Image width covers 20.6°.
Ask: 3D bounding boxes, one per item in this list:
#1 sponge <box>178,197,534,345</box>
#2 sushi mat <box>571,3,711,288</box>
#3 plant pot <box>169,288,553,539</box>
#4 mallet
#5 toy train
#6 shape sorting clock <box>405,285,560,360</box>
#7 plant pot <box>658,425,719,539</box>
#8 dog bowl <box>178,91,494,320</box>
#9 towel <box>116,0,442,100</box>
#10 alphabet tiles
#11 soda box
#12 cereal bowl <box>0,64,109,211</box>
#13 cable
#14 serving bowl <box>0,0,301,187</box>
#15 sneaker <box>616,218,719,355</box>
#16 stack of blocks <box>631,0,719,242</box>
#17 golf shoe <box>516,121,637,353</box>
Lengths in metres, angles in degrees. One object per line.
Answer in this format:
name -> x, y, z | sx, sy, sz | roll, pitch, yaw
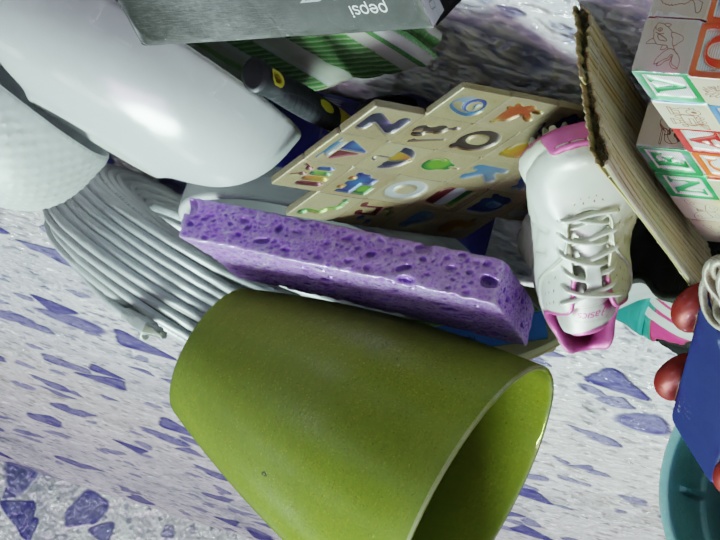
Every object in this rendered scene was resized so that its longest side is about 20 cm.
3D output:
sponge -> 0.000, 0.000, 1.204 | 0.200, 0.030, 0.112 | 12, 169, 17
sushi mat -> 0.153, -0.055, 1.052 | 0.012, 0.096, 0.200 | -14, 152, 21
plant pot -> -0.013, 0.098, 1.236 | 0.200, 0.187, 0.187 | 28, 168, 21
mallet -> -0.014, -0.093, 1.114 | 0.041, 0.066, 0.200 | -12, 158, 22
toy train -> 0.235, 0.030, 1.067 | 0.116, 0.085, 0.200 | -20, 147, -15
shape sorting clock -> 0.052, 0.044, 1.390 | 0.200, 0.039, 0.200 | -7, -168, 1
plant pot -> 0.347, 0.174, 1.444 | 0.200, 0.200, 0.196 | 7, 168, 33
dog bowl -> -0.013, -0.041, 1.296 | 0.200, 0.079, 0.200 | 17, 164, 5
towel -> -0.064, -0.145, 1.114 | 0.152, 0.023, 0.200 | 28, 163, -28
alphabet tiles -> 0.058, -0.059, 1.123 | 0.200, 0.006, 0.166 | 7, 153, -36
soda box -> -0.036, -0.154, 0.938 | 0.200, 0.063, 0.071 | 2, 130, 43
cereal bowl -> -0.253, -0.103, 1.197 | 0.200, 0.083, 0.200 | 41, -176, -4
cable -> -0.136, -0.007, 1.431 | 0.200, 0.069, 0.200 | 38, -170, 22
serving bowl -> -0.135, -0.102, 1.123 | 0.200, 0.066, 0.200 | 32, 177, 2
sneaker -> 0.227, 0.020, 1.221 | 0.121, 0.084, 0.200 | 28, 170, -14
stack of blocks -> 0.201, -0.075, 0.987 | 0.115, 0.059, 0.200 | 8, 161, 31
golf shoe -> 0.131, -0.018, 1.127 | 0.075, 0.092, 0.200 | -10, 158, 1
